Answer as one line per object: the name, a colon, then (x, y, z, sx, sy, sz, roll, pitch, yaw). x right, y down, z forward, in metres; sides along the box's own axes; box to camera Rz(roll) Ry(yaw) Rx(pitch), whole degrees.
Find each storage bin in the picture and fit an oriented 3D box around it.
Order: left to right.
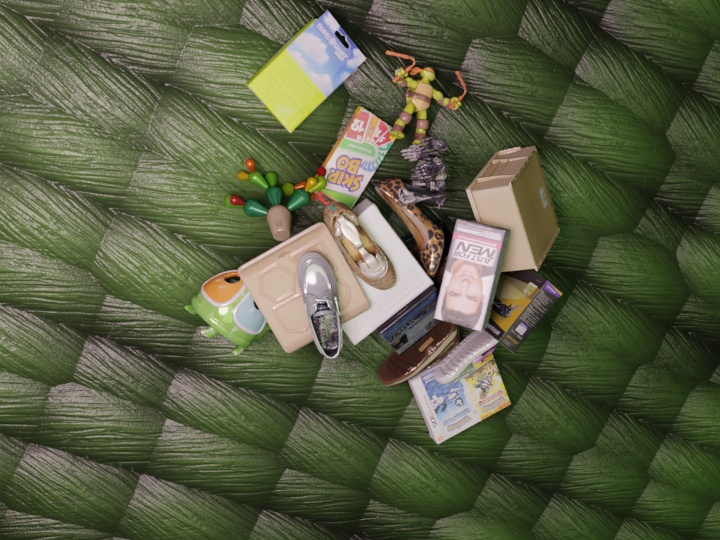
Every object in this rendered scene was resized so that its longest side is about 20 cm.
storage bin: (0.320, -0.127, 1.602, 0.199, 0.094, 0.200, -49, 124, -47)

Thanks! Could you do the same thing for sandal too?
sandal: (0.244, 0.181, 1.693, 0.202, 0.082, 0.050, -36, 113, -8)

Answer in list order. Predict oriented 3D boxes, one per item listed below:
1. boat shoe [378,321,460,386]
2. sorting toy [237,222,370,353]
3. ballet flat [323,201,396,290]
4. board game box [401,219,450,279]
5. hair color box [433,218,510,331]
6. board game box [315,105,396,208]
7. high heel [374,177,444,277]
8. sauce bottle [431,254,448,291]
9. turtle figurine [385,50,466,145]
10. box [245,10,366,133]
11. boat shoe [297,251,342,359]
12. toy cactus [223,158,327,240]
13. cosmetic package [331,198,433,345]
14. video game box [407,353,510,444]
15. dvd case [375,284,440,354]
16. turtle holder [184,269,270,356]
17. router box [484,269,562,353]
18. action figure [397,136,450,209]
boat shoe: (0.135, 0.191, 1.704, 0.202, 0.075, 0.075, -37, 139, 6)
sorting toy: (-0.104, 0.032, 1.464, 0.185, 0.036, 0.200, -29, 109, 0)
ballet flat: (0.000, -0.038, 1.445, 0.070, 0.065, 0.200, -40, 104, 1)
board game box: (0.146, 0.008, 1.670, 0.135, 0.028, 0.200, -27, 114, -8)
hair color box: (0.217, 0.007, 1.523, 0.099, 0.061, 0.201, 15, 99, 18)
board game box: (-0.016, -0.214, 1.549, 0.095, 0.030, 0.200, 30, 99, -24)
high heel: (0.092, -0.086, 1.565, 0.142, 0.071, 0.201, 9, 66, -25)
sauce bottle: (0.198, -0.005, 1.633, 0.200, 0.066, 0.066, -45, 115, -1)
turtle figurine: (0.106, -0.333, 1.525, 0.200, 0.064, 0.162, 18, 91, -33)
box: (-0.102, -0.370, 1.457, 0.200, 0.048, 0.122, -44, 115, -1)
boat shoe: (-0.067, 0.066, 1.423, 0.070, 0.072, 0.201, -13, 108, -6)
toy cactus: (-0.153, -0.132, 1.456, 0.199, 0.165, 0.102, -6, 141, -10)
cosmetic package: (0.000, 0.000, 1.548, 0.199, 0.123, 0.200, -37, 103, 1)
video game box: (0.222, 0.270, 1.771, 0.200, 0.047, 0.183, -27, 115, -8)
dvd case: (0.111, 0.103, 1.594, 0.143, 0.018, 0.200, -39, 157, 0)
turtle holder: (-0.230, 0.081, 1.510, 0.185, 0.141, 0.132, 41, 91, -23)
router box: (0.312, 0.066, 1.648, 0.052, 0.200, 0.157, 38, 92, -23)
action figure: (0.123, -0.190, 1.517, 0.102, 0.200, 0.119, -1, 78, 5)
